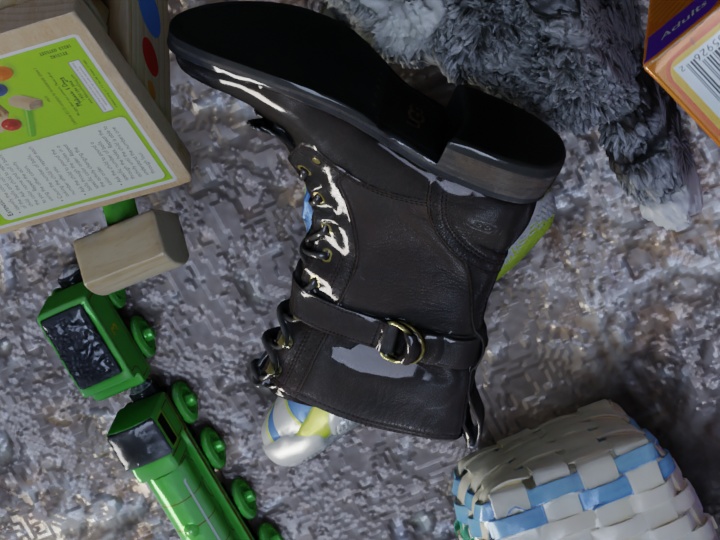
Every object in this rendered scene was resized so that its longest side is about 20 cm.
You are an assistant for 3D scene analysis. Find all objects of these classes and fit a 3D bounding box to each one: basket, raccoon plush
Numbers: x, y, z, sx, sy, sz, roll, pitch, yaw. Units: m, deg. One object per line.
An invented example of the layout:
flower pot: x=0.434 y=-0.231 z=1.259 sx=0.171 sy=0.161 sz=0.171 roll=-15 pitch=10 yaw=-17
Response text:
basket: x=0.120 y=0.172 z=1.354 sx=0.139 sy=0.176 sz=0.200 roll=-25 pitch=95 yaw=-2
raccoon plush: x=0.060 y=-0.084 z=1.293 sx=0.134 sy=0.097 sz=0.200 roll=-13 pitch=113 yaw=23

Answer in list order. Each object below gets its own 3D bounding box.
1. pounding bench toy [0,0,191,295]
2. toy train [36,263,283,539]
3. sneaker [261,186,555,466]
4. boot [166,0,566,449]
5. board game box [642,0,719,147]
pounding bench toy: x=-0.144 y=-0.101 z=1.290 sx=0.124 sy=0.156 sz=0.200 roll=-15 pitch=143 yaw=15
toy train: x=-0.098 y=0.086 z=1.410 sx=0.042 sy=0.056 sz=0.200 roll=-24 pitch=109 yaw=18
sneaker: x=0.000 y=0.000 z=1.357 sx=0.105 sy=0.076 sz=0.200 roll=46 pitch=112 yaw=5
boot: x=-0.015 y=-0.013 z=1.268 sx=0.200 sy=0.069 sz=0.174 roll=24 pitch=123 yaw=2
board game box: x=0.260 y=-0.111 z=1.184 sx=0.200 sy=0.200 sz=0.200 roll=-39 pitch=104 yaw=22
